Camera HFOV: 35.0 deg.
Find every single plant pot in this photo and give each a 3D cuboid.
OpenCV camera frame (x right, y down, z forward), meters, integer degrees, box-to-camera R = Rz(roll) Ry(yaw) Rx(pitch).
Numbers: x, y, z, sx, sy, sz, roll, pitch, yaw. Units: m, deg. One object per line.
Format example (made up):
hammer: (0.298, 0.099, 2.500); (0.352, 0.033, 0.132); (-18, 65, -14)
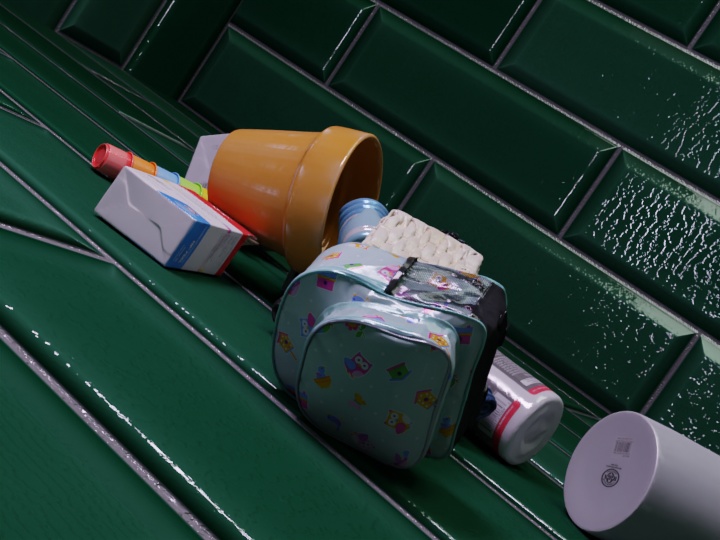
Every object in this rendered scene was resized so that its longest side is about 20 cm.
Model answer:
plant pot: (-0.092, -0.104, 1.502); (0.183, 0.200, 0.200); (17, 0, 17)

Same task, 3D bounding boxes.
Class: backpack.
backpack: (0.014, 0.073, 1.058); (0.200, 0.176, 0.153); (24, 33, 18)

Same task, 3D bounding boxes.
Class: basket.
basket: (0.036, 0.038, 1.228); (0.135, 0.123, 0.200); (28, 32, 6)

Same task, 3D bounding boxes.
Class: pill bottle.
pill bottle: (0.162, 0.159, 1.526); (0.200, 0.111, 0.111); (38, 6, 35)

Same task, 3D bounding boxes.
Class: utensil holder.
utensil holder: (0.376, 0.285, 1.412); (0.200, 0.170, 0.170); (28, 7, -24)

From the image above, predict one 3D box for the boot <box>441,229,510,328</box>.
boot: (0.112, 0.038, 1.630); (0.163, 0.073, 0.198); (55, -32, -5)

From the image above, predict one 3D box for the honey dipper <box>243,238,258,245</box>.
honey dipper: (-0.115, -0.057, 1.696); (0.200, 0.038, 0.038); (0, -20, 40)

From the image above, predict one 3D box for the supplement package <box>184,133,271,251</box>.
supplement package: (-0.166, -0.119, 1.818); (0.200, 0.120, 0.121); (29, -18, -39)

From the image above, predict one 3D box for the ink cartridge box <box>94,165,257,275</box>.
ink cartridge box: (-0.216, -0.054, 1.379); (0.116, 0.067, 0.200); (36, 6, 16)

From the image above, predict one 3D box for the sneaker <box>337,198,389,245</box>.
sneaker: (0.000, 0.000, 1.421); (0.079, 0.200, 0.131); (10, 38, -8)

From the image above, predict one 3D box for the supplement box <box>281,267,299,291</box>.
supplement box: (-0.003, 0.034, 1.607); (0.200, 0.109, 0.061); (36, 40, 10)

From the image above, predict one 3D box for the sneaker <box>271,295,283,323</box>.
sneaker: (-0.025, 0.092, 1.293); (0.200, 0.080, 0.086); (33, 23, 25)

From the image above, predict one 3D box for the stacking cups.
stacking cups: (-0.293, -0.123, 1.640); (0.200, 0.061, 0.061); (26, 9, -35)

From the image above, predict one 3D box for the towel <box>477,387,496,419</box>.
towel: (0.077, 0.124, 1.456); (0.112, 0.049, 0.200); (-7, 31, -37)
